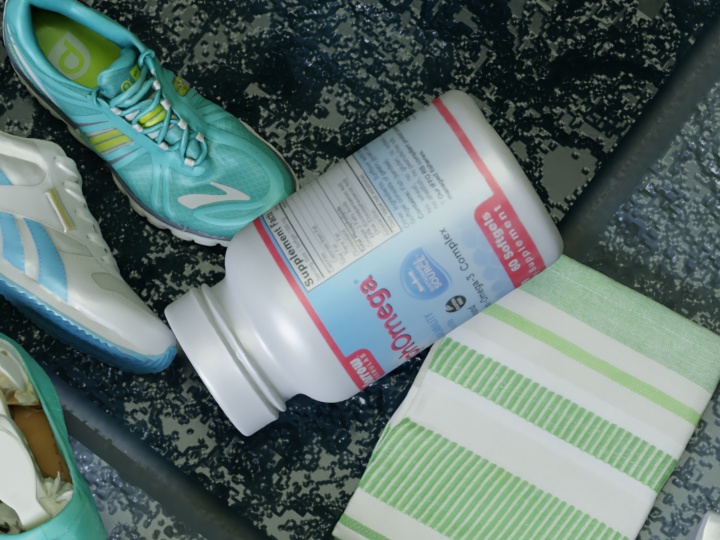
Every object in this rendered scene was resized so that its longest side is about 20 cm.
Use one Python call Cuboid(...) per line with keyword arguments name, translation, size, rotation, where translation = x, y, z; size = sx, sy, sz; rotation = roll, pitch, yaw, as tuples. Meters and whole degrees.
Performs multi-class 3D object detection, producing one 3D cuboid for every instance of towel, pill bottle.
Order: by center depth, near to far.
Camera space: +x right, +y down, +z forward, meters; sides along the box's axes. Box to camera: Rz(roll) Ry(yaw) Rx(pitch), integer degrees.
Cuboid(name="pill bottle", translation=(0.000, 0.000, 1.403), size=(0.200, 0.109, 0.109), rotation=(-34, 78, 1))
Cuboid(name="towel", translation=(0.093, 0.092, 1.430), size=(0.152, 0.023, 0.201), rotation=(28, 76, 6))

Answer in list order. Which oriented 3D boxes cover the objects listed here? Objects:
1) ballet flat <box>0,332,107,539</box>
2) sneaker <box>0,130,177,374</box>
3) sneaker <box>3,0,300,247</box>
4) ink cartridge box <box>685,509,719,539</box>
Cuboid(name="ballet flat", translation=(-0.186, 0.082, 1.368), size=(0.067, 0.071, 0.200), rotation=(-26, 50, -9))
Cuboid(name="sneaker", translation=(-0.173, -0.021, 1.432), size=(0.200, 0.077, 0.081), rotation=(39, 77, 7))
Cuboid(name="sneaker", translation=(-0.121, -0.085, 1.446), size=(0.200, 0.080, 0.078), rotation=(37, 78, 8))
Cuboid(name="ink cartridge box", translation=(0.247, 0.204, 1.337), size=(0.199, 0.145, 0.084), rotation=(20, 76, 5))
